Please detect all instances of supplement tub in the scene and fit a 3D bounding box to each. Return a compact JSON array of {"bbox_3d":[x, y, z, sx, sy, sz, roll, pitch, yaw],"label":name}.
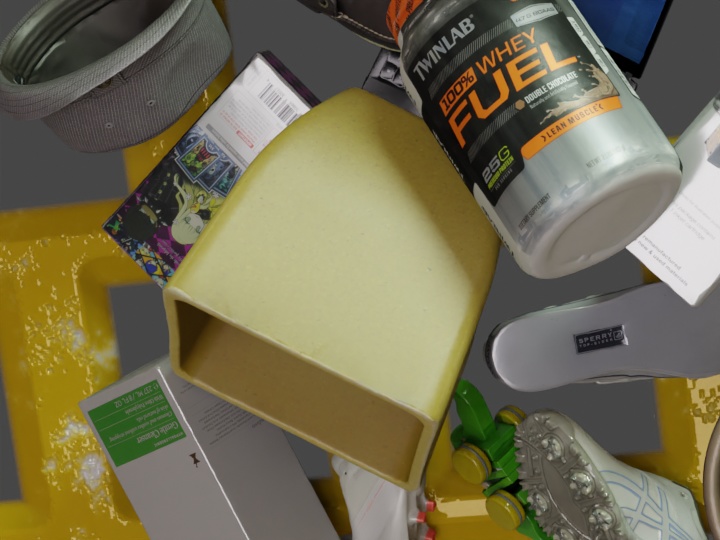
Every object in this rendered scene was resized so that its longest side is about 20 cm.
[{"bbox_3d":[0.105,-0.106,1.490,0.122,0.122,0.201,-40,67,17],"label":"supplement tub"}]

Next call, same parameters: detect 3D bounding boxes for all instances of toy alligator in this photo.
[{"bbox_3d":[0.118,0.165,1.692,0.201,0.059,0.054,54,152,-7],"label":"toy alligator"}]

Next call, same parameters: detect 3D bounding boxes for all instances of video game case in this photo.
[{"bbox_3d":[-0.059,-0.026,1.703,0.200,0.036,0.181,44,107,3],"label":"video game case"}]

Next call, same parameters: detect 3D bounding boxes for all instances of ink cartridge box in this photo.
[{"bbox_3d":[0.264,-0.085,1.557,0.084,0.146,0.200,41,106,4],"label":"ink cartridge box"}]

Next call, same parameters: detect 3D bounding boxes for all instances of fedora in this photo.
[{"bbox_3d":[-0.162,-0.154,1.659,0.199,0.177,0.090,-34,122,3],"label":"fedora"}]

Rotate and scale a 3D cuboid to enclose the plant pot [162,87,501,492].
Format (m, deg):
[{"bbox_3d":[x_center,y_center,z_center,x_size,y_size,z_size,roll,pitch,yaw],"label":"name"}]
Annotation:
[{"bbox_3d":[0.000,0.000,1.575,0.193,0.196,0.201,26,71,6],"label":"plant pot"}]

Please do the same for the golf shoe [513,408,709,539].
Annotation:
[{"bbox_3d":[0.188,0.169,1.659,0.201,0.097,0.078,54,141,-6],"label":"golf shoe"}]

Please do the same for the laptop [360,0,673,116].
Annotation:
[{"bbox_3d":[0.100,-0.147,1.604,0.176,0.103,0.201,27,93,8],"label":"laptop"}]

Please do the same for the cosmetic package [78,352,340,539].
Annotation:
[{"bbox_3d":[-0.104,0.155,1.707,0.107,0.085,0.201,-27,92,45],"label":"cosmetic package"}]

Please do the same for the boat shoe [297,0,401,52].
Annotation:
[{"bbox_3d":[-0.027,-0.208,1.611,0.200,0.065,0.074,36,117,33],"label":"boat shoe"}]

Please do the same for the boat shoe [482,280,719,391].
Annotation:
[{"bbox_3d":[0.182,0.047,1.644,0.198,0.066,0.073,-12,94,-6],"label":"boat shoe"}]

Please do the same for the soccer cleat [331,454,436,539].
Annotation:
[{"bbox_3d":[0.017,0.120,1.699,0.077,0.069,0.202,7,104,17],"label":"soccer cleat"}]

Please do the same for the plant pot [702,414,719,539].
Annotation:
[{"bbox_3d":[0.335,0.126,1.564,0.199,0.175,0.202,3,101,14],"label":"plant pot"}]
